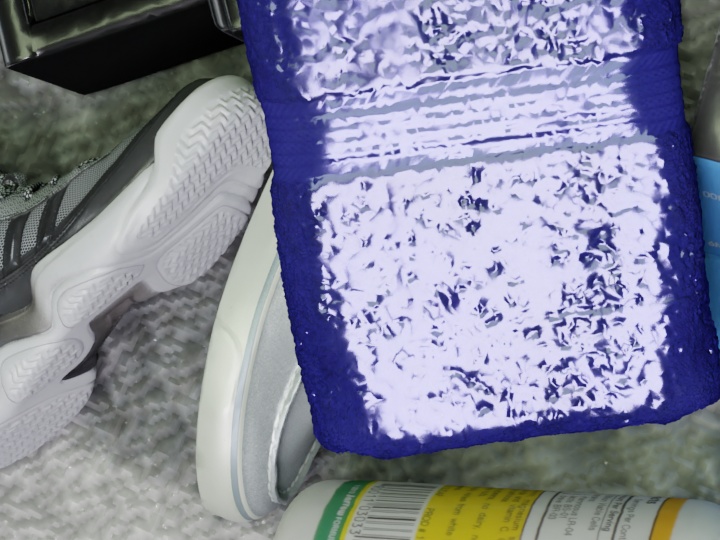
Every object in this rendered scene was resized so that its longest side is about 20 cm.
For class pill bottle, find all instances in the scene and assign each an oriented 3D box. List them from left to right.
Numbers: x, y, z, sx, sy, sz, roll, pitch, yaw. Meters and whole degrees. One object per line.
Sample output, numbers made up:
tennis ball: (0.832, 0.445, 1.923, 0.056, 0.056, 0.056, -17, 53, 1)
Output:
pill bottle: (0.074, 0.131, 0.995, 0.199, 0.113, 0.113, 1, 86, 17)

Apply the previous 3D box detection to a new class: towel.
towel: (0.041, -0.042, 0.994, 0.147, 0.050, 0.201, -7, 101, 9)

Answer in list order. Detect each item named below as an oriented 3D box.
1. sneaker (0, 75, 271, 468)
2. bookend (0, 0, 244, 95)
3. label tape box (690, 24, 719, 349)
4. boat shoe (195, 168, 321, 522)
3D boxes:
sneaker: (-0.121, -0.022, 1.067, 0.114, 0.075, 0.200, 51, 120, 17)
bookend: (-0.139, -0.148, 1.093, 0.200, 0.092, 0.199, -16, 81, 16)
label tape box: (0.192, -0.049, 1.001, 0.144, 0.063, 0.200, 16, 89, 18)
boat shoe: (0.000, 0.000, 1.050, 0.071, 0.070, 0.201, 19, 88, 20)
